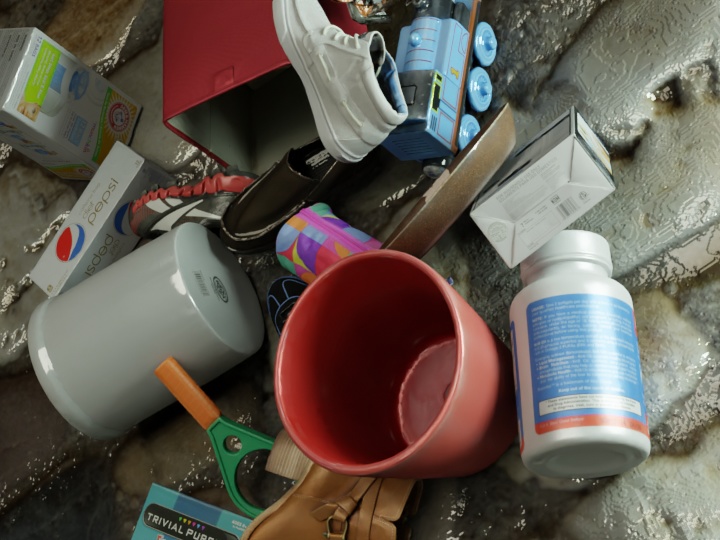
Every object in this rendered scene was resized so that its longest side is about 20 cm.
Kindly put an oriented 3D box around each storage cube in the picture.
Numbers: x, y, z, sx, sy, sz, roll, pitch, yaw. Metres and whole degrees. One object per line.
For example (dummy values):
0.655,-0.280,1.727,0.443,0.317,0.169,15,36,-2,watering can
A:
-0.104,-0.230,1.476,0.199,0.171,0.181,-19,59,27,storage cube

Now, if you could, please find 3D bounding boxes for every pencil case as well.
0.000,0.000,1.353,0.199,0.088,0.089,30,88,40,pencil case

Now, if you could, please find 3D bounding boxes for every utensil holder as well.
-0.226,0.064,1.435,0.199,0.170,0.171,-29,55,18,utensil holder

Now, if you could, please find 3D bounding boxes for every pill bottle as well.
0.188,0.071,1.168,0.112,0.112,0.202,-16,61,29,pill bottle

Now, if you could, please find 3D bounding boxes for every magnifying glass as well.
-0.133,0.168,1.341,0.080,0.022,0.200,-43,88,12,magnifying glass

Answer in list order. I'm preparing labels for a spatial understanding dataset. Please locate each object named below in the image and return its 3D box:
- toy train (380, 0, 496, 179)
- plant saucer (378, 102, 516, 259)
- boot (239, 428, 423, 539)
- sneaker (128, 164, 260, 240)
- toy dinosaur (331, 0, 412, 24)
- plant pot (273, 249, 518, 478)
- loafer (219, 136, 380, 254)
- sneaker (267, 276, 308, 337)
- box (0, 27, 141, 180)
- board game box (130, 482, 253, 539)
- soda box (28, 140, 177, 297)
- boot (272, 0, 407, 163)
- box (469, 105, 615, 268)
0.080,-0.198,1.367,0.086,0.114,0.202,-1,69,34,toy train
0.082,-0.069,1.240,0.034,0.200,0.201,40,96,-1,plant saucer
-0.032,0.261,1.268,0.154,0.074,0.202,16,95,24,boot
-0.193,-0.052,1.522,0.199,0.071,0.099,-11,70,36,sneaker
-0.011,-0.325,1.381,0.102,0.199,0.137,12,104,48,toy dinosaur
0.049,0.100,1.206,0.199,0.177,0.202,-13,66,31,plant pot
-0.074,-0.097,1.417,0.200,0.071,0.073,-38,61,0,loafer
-0.049,0.066,1.361,0.070,0.078,0.200,-48,51,8,sneaker
-0.381,-0.200,1.641,0.101,0.200,0.113,5,70,36,box
-0.184,0.334,1.355,0.150,0.047,0.202,11,76,38,board game box
-0.311,-0.050,1.612,0.068,0.064,0.201,33,90,40,soda box
-0.014,-0.213,1.316,0.095,0.073,0.201,-33,73,35,boot
0.165,-0.080,1.206,0.116,0.200,0.060,-38,95,17,box
